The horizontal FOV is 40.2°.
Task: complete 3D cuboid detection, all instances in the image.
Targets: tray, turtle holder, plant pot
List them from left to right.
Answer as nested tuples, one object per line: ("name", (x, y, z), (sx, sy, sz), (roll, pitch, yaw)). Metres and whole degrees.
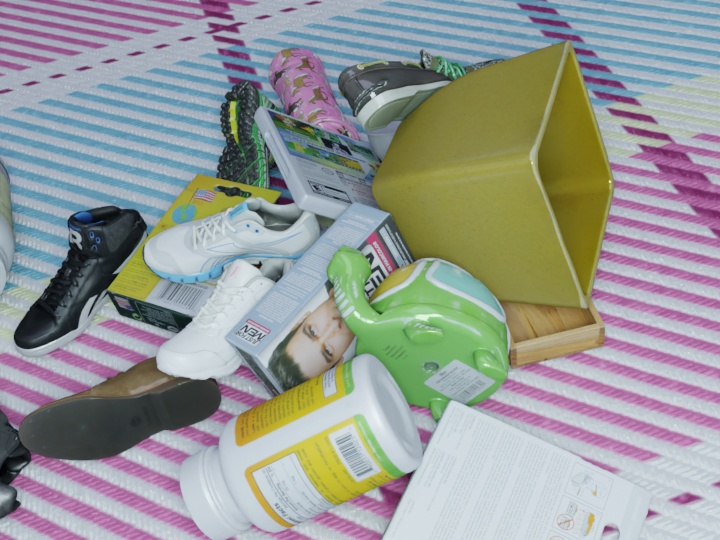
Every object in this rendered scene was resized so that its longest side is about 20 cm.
("turtle holder", (0.054, 0.056, 0.957), (0.185, 0.141, 0.132), (8, 45, 1))
("plant pot", (0.131, -0.088, 1.017), (0.200, 0.196, 0.194), (-5, 43, 30))
("tray", (0.179, 0.011, 1.058), (0.098, 0.037, 0.200), (-13, 46, -2))

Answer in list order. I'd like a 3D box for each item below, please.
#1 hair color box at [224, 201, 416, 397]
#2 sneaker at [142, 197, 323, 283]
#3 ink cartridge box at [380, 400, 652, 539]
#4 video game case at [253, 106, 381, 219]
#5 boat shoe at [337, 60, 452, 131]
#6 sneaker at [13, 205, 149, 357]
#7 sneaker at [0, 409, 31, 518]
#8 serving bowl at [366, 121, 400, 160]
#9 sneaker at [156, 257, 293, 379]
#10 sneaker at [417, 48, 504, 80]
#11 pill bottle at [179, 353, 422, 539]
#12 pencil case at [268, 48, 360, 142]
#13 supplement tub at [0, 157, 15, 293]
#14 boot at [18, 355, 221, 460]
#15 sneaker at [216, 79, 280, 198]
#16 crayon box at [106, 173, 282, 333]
("hair color box", (-0.032, 0.036, 1.000), (0.200, 0.099, 0.061), (-47, 40, -18))
("sneaker", (-0.140, -0.044, 1.064), (0.200, 0.087, 0.075), (-10, 56, -5))
("ink cartridge box", (0.137, 0.223, 0.866), (0.200, 0.050, 0.162), (25, 53, 10))
("video game case", (-0.013, -0.106, 1.135), (0.200, 0.022, 0.182), (15, 32, -35))
("boat shoe", (0.046, -0.198, 1.073), (0.061, 0.072, 0.201), (52, 29, 10))
("sneaker", (-0.328, -0.002, 1.117), (0.073, 0.112, 0.200), (26, 56, 32))
("sneaker", (-0.381, 0.173, 0.996), (0.091, 0.076, 0.200), (-8, 51, -11))
("serving bowl", (0.111, -0.157, 1.185), (0.200, 0.066, 0.200), (-11, 14, 3))
("sneaker", (-0.136, 0.040, 1.011), (0.078, 0.100, 0.200), (15, 29, 29))
("sneaker", (0.104, -0.251, 1.292), (0.200, 0.089, 0.077), (-20, 45, -9))
("pill bottle", (-0.056, 0.164, 0.878), (0.200, 0.111, 0.111), (-27, 44, 12))
("pencil case", (-0.064, -0.215, 1.292), (0.083, 0.087, 0.200), (0, 41, -22))
("supplement tub", (-0.493, -0.056, 1.181), (0.145, 0.145, 0.200), (-18, 45, -6))
("boot", (-0.246, 0.136, 1.006), (0.200, 0.074, 0.075), (-14, 31, -13))
("sneaker", (-0.126, -0.146, 1.244), (0.078, 0.085, 0.200), (-25, 53, 37))
("crayon box", (-0.183, -0.020, 1.142), (0.127, 0.051, 0.200), (15, 55, 24))
